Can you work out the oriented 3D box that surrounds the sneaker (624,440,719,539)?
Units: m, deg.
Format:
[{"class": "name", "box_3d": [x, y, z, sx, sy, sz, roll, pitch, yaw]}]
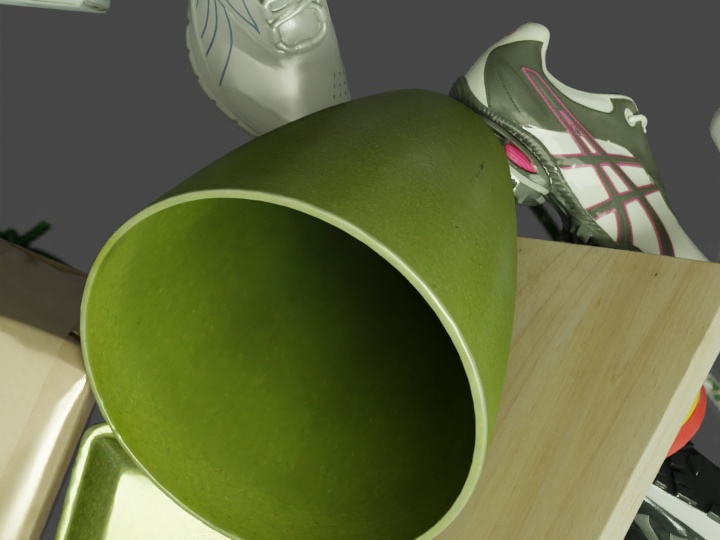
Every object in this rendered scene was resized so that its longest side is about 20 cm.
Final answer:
[{"class": "sneaker", "box_3d": [0.154, 0.137, 0.936, 0.199, 0.076, 0.088, 37, 117, 8]}]

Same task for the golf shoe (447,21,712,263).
[{"class": "golf shoe", "box_3d": [0.133, -0.043, 0.917, 0.200, 0.077, 0.088, 39, 84, -6]}]

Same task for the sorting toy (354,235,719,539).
[{"class": "sorting toy", "box_3d": [0.068, 0.083, 0.859, 0.201, 0.198, 0.070, -56, 135, -27]}]

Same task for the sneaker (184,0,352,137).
[{"class": "sneaker", "box_3d": [-0.055, -0.151, 0.892, 0.074, 0.087, 0.201, -29, 98, -26]}]

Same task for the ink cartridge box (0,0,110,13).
[{"class": "ink cartridge box", "box_3d": [-0.218, -0.209, 0.870, 0.198, 0.083, 0.148, 7, 96, 1]}]

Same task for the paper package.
[{"class": "paper package", "box_3d": [-0.199, 0.095, 0.875, 0.103, 0.191, 0.201, 22, 97, -5]}]

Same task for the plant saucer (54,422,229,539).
[{"class": "plant saucer", "box_3d": [-0.078, 0.191, 0.940, 0.198, 0.048, 0.201, 15, 96, -15]}]

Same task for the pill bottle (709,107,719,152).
[{"class": "pill bottle", "box_3d": [0.267, -0.014, 0.875, 0.114, 0.114, 0.201, -26, 80, 3]}]

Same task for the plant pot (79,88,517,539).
[{"class": "plant pot", "box_3d": [0.000, 0.000, 0.815, 0.186, 0.200, 0.189, 12, 124, 18]}]
